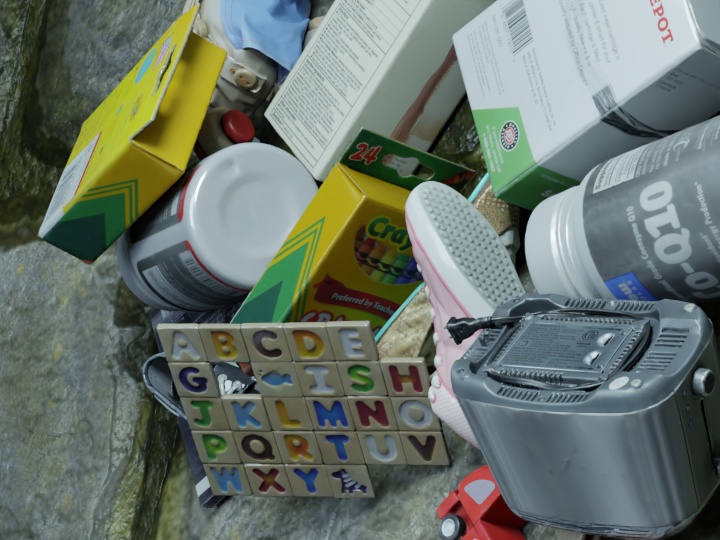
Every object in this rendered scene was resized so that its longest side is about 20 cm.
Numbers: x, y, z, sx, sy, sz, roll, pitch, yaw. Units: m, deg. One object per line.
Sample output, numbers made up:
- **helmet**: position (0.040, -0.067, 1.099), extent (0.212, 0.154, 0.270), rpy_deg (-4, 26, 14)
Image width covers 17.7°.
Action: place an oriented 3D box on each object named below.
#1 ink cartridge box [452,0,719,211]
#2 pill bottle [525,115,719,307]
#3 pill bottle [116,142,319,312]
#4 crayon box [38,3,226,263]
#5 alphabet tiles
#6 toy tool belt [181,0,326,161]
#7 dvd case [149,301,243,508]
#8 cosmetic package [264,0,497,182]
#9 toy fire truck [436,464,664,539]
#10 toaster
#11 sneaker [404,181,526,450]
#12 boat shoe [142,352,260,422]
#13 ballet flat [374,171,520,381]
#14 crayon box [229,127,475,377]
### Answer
- **ink cartridge box**: position (0.172, -0.151, 1.619), extent (0.200, 0.084, 0.146), rpy_deg (-35, 53, 34)
- **pill bottle**: position (0.212, -0.032, 1.511), extent (0.200, 0.114, 0.114), rpy_deg (-22, 61, 42)
- **pill bottle**: position (-0.116, -0.028, 1.817), extent (0.200, 0.114, 0.114), rpy_deg (162, 118, -65)
- **crayon box**: position (-0.170, -0.104, 1.789), extent (0.200, 0.051, 0.127), rpy_deg (-39, 27, 50)
- **alphabet tiles**: position (-0.038, 0.105, 1.700), extent (0.199, 0.167, 0.008), rpy_deg (-1, 37, 20)
- **toy tool belt**: position (-0.080, -0.185, 1.875), extent (0.123, 0.125, 0.200), rpy_deg (-32, 40, 34)
- **dvd case**: position (-0.103, 0.073, 1.896), extent (0.149, 0.016, 0.200), rpy_deg (-42, 49, 29)
- **cosmetic package**: position (0.026, -0.165, 1.783), extent (0.200, 0.087, 0.103), rpy_deg (-56, 42, 19)
- **toy fire truck**: position (0.140, 0.190, 1.561), extent (0.141, 0.049, 0.200), rpy_deg (-50, 45, 23)
- **toaster**: position (0.148, 0.095, 1.495), extent (0.200, 0.129, 0.114), rpy_deg (2, 36, 37)
- **sneaker**: position (0.071, 0.042, 1.631), extent (0.105, 0.075, 0.200), rpy_deg (-40, 79, 34)
- **boat shoe**: position (-0.100, 0.104, 1.817), extent (0.200, 0.068, 0.072), rpy_deg (24, 94, 48)
- **ballet flat**: position (0.076, 0.015, 1.695), extent (0.065, 0.070, 0.200), rpy_deg (39, 111, 19)
- **crayon box**: position (0.000, 0.000, 1.723), extent (0.200, 0.127, 0.051), rpy_deg (-57, 44, 18)
